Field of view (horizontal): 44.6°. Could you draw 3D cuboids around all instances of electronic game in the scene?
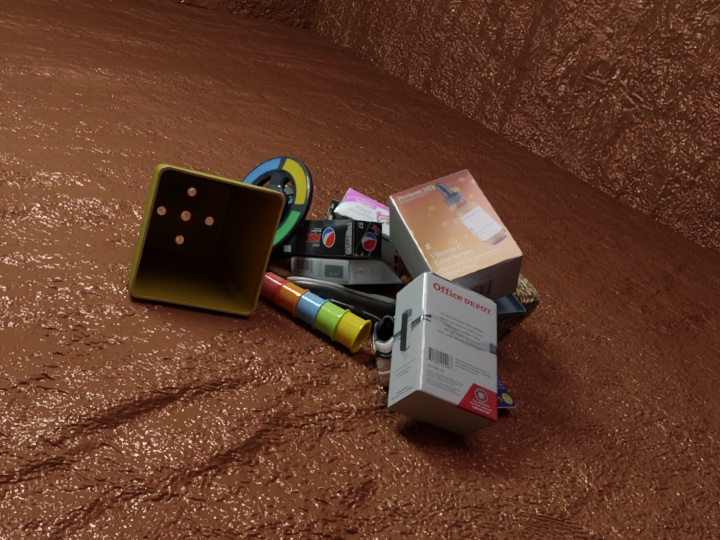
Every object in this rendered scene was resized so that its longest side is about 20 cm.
[{"bbox_3d":[-0.166,-0.116,1.580,0.042,0.200,0.200,34,7,-47],"label":"electronic game"}]

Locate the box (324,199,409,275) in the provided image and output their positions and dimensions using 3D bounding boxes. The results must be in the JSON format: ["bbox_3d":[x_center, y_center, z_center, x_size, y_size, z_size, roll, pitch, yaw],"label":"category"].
[{"bbox_3d":[0.020,-0.072,1.854,0.198,0.050,0.160,20,24,-8],"label":"box"}]

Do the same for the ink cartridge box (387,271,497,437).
[{"bbox_3d":[0.125,0.124,1.304,0.143,0.084,0.202,24,53,-24],"label":"ink cartridge box"}]

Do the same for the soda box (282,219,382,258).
[{"bbox_3d":[-0.051,-0.056,1.535,0.070,0.064,0.199,3,1,-41],"label":"soda box"}]

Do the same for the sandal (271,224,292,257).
[{"bbox_3d":[-0.131,-0.063,1.680,0.199,0.048,0.075,-2,32,-46],"label":"sandal"}]

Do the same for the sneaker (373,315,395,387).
[{"bbox_3d":[0.060,0.103,1.406,0.075,0.088,0.200,-15,19,9],"label":"sneaker"}]

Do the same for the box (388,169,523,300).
[{"bbox_3d":[0.151,-0.044,1.446,0.151,0.107,0.201,-20,56,-12],"label":"box"}]

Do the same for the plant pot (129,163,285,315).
[{"bbox_3d":[-0.259,-0.066,1.388,0.198,0.202,0.176,11,13,-27],"label":"plant pot"}]

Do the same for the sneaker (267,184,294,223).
[{"bbox_3d":[-0.157,-0.130,1.683,0.070,0.084,0.199,-6,3,-17],"label":"sneaker"}]

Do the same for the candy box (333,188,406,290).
[{"bbox_3d":[0.023,-0.055,1.636,0.136,0.061,0.200,28,-22,11],"label":"candy box"}]

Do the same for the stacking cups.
[{"bbox_3d":[-0.078,0.059,1.431,0.199,0.061,0.060,31,23,18],"label":"stacking cups"}]

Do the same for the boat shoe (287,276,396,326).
[{"bbox_3d":[-0.032,0.056,1.495,0.198,0.058,0.067,14,-7,-12],"label":"boat shoe"}]

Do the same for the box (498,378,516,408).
[{"bbox_3d":[0.168,0.147,1.433,0.121,0.032,0.201,11,41,-52],"label":"box"}]

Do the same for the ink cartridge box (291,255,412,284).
[{"bbox_3d":[0.000,0.000,1.578,0.199,0.058,0.162,-4,5,-42],"label":"ink cartridge box"}]

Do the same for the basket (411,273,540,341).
[{"bbox_3d":[0.207,0.049,1.621,0.148,0.144,0.200,0,34,-35],"label":"basket"}]

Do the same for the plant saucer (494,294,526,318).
[{"bbox_3d":[0.205,0.017,1.508,0.069,0.019,0.201,-3,38,-25],"label":"plant saucer"}]
